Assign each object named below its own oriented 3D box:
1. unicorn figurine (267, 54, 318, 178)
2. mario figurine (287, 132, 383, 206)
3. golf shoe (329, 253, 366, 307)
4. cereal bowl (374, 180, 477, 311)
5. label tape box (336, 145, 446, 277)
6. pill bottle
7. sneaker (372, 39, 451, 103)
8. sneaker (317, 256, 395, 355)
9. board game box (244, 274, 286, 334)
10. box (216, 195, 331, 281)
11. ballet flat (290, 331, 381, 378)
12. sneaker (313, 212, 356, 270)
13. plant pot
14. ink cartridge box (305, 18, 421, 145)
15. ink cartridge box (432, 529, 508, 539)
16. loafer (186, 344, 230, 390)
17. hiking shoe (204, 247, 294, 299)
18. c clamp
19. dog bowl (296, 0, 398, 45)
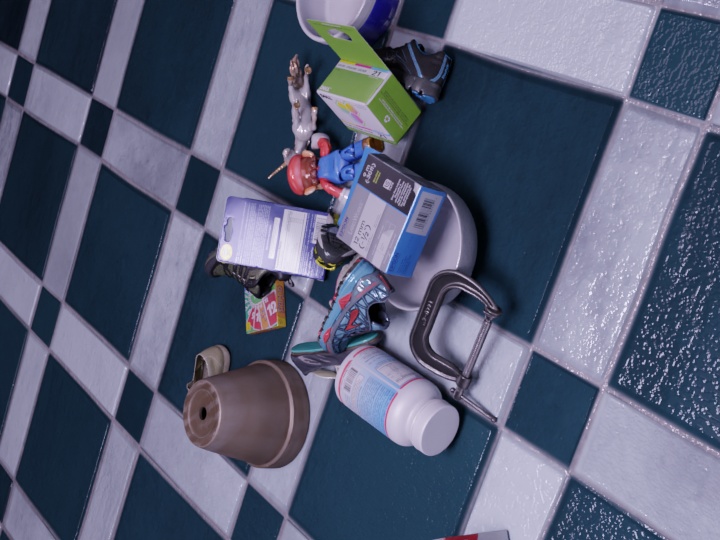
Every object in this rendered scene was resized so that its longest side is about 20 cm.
[{"bbox_3d":[-0.112,-0.281,1.792,0.138,0.073,0.203,105,176,-65],"label":"unicorn figurine"},{"bbox_3d":[-0.042,-0.180,1.727,0.198,0.106,0.124,-7,43,35],"label":"mario figurine"},{"bbox_3d":[0.000,0.000,1.643,0.091,0.075,0.202,36,109,46],"label":"golf shoe"},{"bbox_3d":[0.109,-0.035,1.526,0.198,0.083,0.204,-9,78,45],"label":"cereal bowl"},{"bbox_3d":[0.026,-0.099,1.517,0.199,0.066,0.145,36,110,41],"label":"label tape box"},{"bbox_3d":[0.058,0.205,1.527,0.199,0.108,0.110,30,106,44],"label":"pill bottle"},{"bbox_3d":[0.071,-0.344,1.629,0.199,0.073,0.083,30,93,36],"label":"sneaker"},{"bbox_3d":[-0.004,0.077,1.533,0.095,0.079,0.201,32,136,10],"label":"sneaker"},{"bbox_3d":[-0.185,0.014,1.866,0.095,0.030,0.203,-16,71,43],"label":"board game box"},{"bbox_3d":[-0.151,-0.059,1.746,0.032,0.197,0.123,-78,-2,-88],"label":"box"},{"bbox_3d":[-0.035,0.149,1.670,0.198,0.073,0.074,-12,76,38],"label":"ballet flat"},{"bbox_3d":[-0.042,-0.033,1.637,0.074,0.200,0.086,23,106,-1],"label":"sneaker"},{"bbox_3d":[-0.219,0.258,1.762,0.198,0.172,0.204,-9,77,46],"label":"plant pot"},{"bbox_3d":[-0.014,-0.309,1.593,0.076,0.200,0.147,-53,39,-8],"label":"ink cartridge box"},{"bbox_3d":[0.151,0.477,1.367,0.083,0.143,0.203,-25,67,42],"label":"ink cartridge box"},{"bbox_3d":[-0.309,0.246,1.930,0.075,0.068,0.204,5,88,46],"label":"loafer"},{"bbox_3d":[-0.210,0.003,1.813,0.198,0.075,0.102,-12,73,30],"label":"hiking shoe"},{"bbox_3d":[0.154,0.102,1.445,0.169,0.027,0.203,26,120,24],"label":"c clamp"},{"bbox_3d":[-0.022,-0.495,1.729,0.198,0.078,0.204,-9,78,45],"label":"dog bowl"}]
